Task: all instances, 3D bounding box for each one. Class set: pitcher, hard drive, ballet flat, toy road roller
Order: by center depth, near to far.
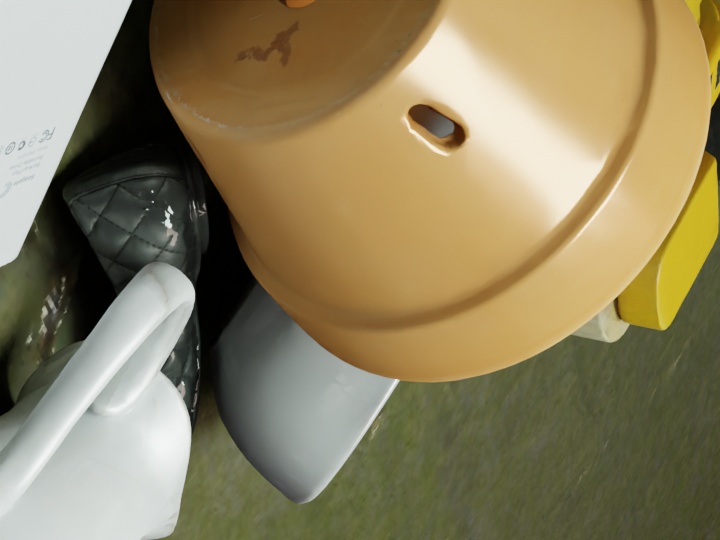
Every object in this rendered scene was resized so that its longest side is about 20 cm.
[{"bbox_3d":[-0.122,-0.075,0.867,0.132,0.025,0.200,-28,150,-58],"label":"hard drive"},{"bbox_3d":[-0.135,0.095,0.974,0.200,0.121,0.172,-46,164,-47],"label":"pitcher"},{"bbox_3d":[-0.095,0.021,1.079,0.057,0.067,0.200,-7,138,-12],"label":"ballet flat"},{"bbox_3d":[0.114,-0.077,1.283,0.146,0.123,0.200,80,31,-41],"label":"toy road roller"}]

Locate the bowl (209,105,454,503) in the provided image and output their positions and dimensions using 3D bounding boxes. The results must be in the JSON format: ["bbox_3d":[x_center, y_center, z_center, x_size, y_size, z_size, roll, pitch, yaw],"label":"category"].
[{"bbox_3d":[0.000,0.000,1.146,0.200,0.075,0.200,-56,-176,-3],"label":"bowl"}]

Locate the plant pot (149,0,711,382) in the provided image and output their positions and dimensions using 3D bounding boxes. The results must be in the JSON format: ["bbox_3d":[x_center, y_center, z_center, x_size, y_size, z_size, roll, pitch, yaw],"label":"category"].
[{"bbox_3d":[0.015,-0.077,0.991,0.200,0.200,0.140,-56,138,-6],"label":"plant pot"}]
